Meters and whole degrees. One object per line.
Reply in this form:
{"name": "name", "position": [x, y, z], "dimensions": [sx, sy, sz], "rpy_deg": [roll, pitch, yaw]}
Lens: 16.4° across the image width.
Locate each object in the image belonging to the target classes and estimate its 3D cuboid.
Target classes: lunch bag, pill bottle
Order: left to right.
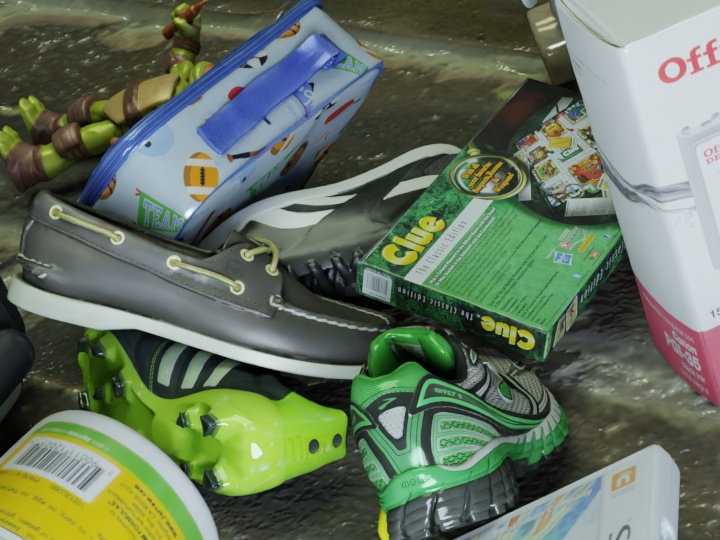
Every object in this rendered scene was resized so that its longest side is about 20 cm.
{"name": "pill bottle", "position": [-0.160, 0.161, 1.087], "dimensions": [0.111, 0.111, 0.200], "rpy_deg": [7, 38, 37]}
{"name": "lunch bag", "position": [-0.077, -0.065, 1.378], "dimensions": [0.200, 0.076, 0.160], "rpy_deg": [-43, -7, -38]}

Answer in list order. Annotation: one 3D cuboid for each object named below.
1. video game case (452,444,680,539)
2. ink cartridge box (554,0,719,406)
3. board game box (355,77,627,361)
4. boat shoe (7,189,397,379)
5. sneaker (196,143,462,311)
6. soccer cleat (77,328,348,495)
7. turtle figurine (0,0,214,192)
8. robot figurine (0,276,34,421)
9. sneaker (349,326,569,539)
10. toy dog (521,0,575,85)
{"name": "video game case", "position": [0.036, 0.167, 0.993], "dimensions": [0.200, 0.022, 0.182], "rpy_deg": [-29, 24, 24]}
{"name": "ink cartridge box", "position": [0.191, -0.059, 1.165], "dimensions": [0.146, 0.200, 0.083], "rpy_deg": [-24, 29, -7]}
{"name": "board game box", "position": [0.089, -0.031, 1.273], "dimensions": [0.105, 0.023, 0.200], "rpy_deg": [23, 41, 19]}
{"name": "boat shoe", "position": [-0.074, 0.008, 1.252], "dimensions": [0.201, 0.061, 0.072], "rpy_deg": [12, 7, -2]}
{"name": "sneaker", "position": [0.000, 0.000, 1.308], "dimensions": [0.200, 0.073, 0.112], "rpy_deg": [-28, 31, -17]}
{"name": "soccer cleat", "position": [-0.079, 0.069, 1.259], "dimensions": [0.081, 0.068, 0.200], "rpy_deg": [-7, 17, -31]}
{"name": "turtle figurine", "position": [-0.140, -0.104, 1.575], "dimensions": [0.161, 0.064, 0.200], "rpy_deg": [-16, 37, 21]}
{"name": "robot figurine", "position": [-0.253, 0.063, 1.291], "dimensions": [0.150, 0.125, 0.200], "rpy_deg": [-53, 2, 42]}
{"name": "sneaker", "position": [0.044, 0.059, 1.135], "dimensions": [0.078, 0.085, 0.200], "rpy_deg": [-18, 4, 12]}
{"name": "toy dog", "position": [0.133, -0.170, 1.434], "dimensions": [0.132, 0.200, 0.096], "rpy_deg": [-38, 43, 17]}
